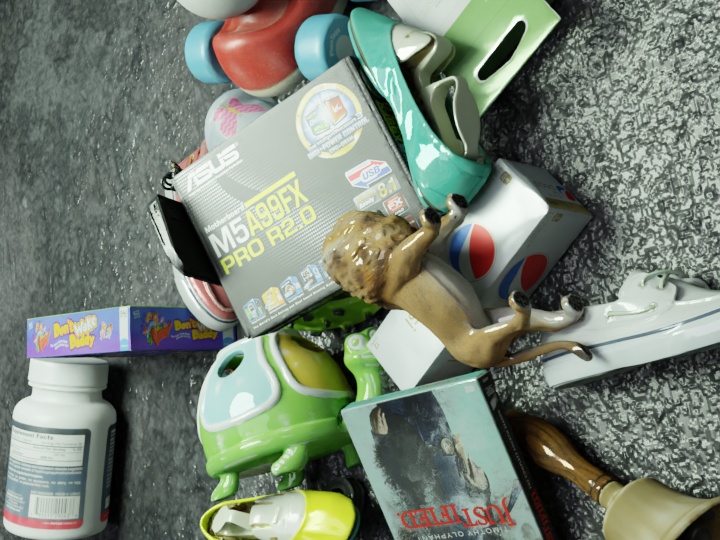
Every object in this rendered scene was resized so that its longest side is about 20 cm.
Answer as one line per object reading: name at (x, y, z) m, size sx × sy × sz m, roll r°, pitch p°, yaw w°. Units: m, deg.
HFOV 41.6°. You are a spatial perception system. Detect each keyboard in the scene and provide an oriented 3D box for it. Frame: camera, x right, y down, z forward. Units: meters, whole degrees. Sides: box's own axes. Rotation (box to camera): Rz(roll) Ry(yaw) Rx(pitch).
keyboard at (-0.128, -0.033, 0.883) m, size 0.021 × 0.200 × 0.127 m, roll -29°, pitch 67°, yaw 20°

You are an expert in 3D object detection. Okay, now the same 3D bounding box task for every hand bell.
hand bell at (0.172, 0.156, 0.687) m, size 0.200 × 0.104 × 0.104 m, roll 35°, pitch 111°, yaw 52°

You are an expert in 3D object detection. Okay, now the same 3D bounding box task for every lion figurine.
lion figurine at (0.063, 0.020, 0.694) m, size 0.200 × 0.072 × 0.123 m, roll 46°, pitch 131°, yaw 6°

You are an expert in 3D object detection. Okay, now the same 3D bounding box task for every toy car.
toy car at (-0.105, -0.276, 0.854) m, size 0.184 × 0.200 × 0.177 m, roll 10°, pitch 71°, yaw 38°

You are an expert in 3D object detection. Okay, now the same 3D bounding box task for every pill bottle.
pill bottle at (-0.352, 0.205, 1.124) m, size 0.119 × 0.119 × 0.201 m, roll 5°, pitch 90°, yaw 43°

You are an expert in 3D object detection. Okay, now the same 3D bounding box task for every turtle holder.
turtle holder at (-0.067, 0.119, 0.849) m, size 0.185 × 0.141 × 0.132 m, roll -38°, pitch 62°, yaw 49°

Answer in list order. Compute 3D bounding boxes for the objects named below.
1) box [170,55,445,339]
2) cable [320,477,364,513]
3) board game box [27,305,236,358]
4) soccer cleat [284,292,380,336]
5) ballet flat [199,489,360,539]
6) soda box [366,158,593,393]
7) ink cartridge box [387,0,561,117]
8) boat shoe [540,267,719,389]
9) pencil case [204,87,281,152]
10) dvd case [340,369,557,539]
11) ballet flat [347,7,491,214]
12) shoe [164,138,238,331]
box at (-0.044, -0.056, 0.795) m, size 0.200 × 0.044 × 0.161 m, roll -29°, pitch 84°, yaw 23°
cable at (-0.056, 0.275, 0.915) m, size 0.200 × 0.050 × 0.097 m, roll -58°, pitch 35°, yaw 8°
board game box at (-0.251, 0.069, 1.030) m, size 0.200 × 0.134 × 0.045 m, roll -8°, pitch 82°, yaw 42°
soccer cleat at (0.000, 0.000, 0.860) m, size 0.200 × 0.067 × 0.081 m, roll -27°, pitch 54°, yaw 35°
ballet flat at (-0.085, 0.234, 0.874) m, size 0.200 × 0.067 × 0.067 m, roll -22°, pitch 47°, yaw 49°
soda box at (0.092, 0.010, 0.763) m, size 0.064 × 0.068 × 0.200 m, roll 50°, pitch 119°, yaw 33°
ink cartridge box at (0.093, -0.226, 0.786) m, size 0.104 × 0.059 × 0.200 m, roll -49°, pitch 57°, yaw 30°
boat shoe at (0.202, 0.030, 0.656) m, size 0.200 × 0.073 × 0.067 m, roll -23°, pitch 74°, yaw 40°
pencil case at (-0.067, -0.104, 0.908) m, size 0.200 × 0.091 × 0.083 m, roll 40°, pitch 143°, yaw 39°
dvd case at (0.077, 0.186, 0.752) m, size 0.146 × 0.022 × 0.200 m, roll -19°, pitch 96°, yaw 40°
ballet flat at (0.053, -0.141, 0.742) m, size 0.070 × 0.067 × 0.200 m, roll -37°, pitch 63°, yaw 36°
shoe at (-0.148, -0.044, 0.986) m, size 0.091 × 0.071 × 0.201 m, roll -39°, pitch 58°, yaw 40°
